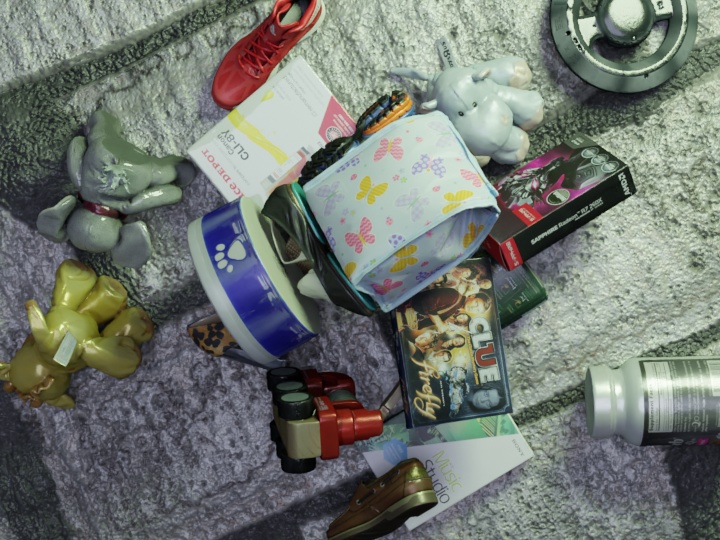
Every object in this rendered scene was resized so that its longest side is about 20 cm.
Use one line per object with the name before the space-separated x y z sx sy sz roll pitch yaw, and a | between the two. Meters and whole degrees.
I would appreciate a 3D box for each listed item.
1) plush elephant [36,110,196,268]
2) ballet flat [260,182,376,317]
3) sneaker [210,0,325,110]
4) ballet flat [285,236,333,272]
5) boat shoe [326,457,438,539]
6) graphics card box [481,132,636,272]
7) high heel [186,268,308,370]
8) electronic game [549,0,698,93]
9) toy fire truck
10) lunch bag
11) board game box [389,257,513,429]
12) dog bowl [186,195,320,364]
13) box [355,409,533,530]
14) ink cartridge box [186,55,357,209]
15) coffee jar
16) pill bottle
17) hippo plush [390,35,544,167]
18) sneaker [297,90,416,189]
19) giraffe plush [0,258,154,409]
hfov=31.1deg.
plush elephant | -0.331 -0.091 1.703 0.164 0.200 0.155 28 111 -6
ballet flat | -0.057 -0.014 1.601 0.068 0.068 0.200 -35 77 12
sneaker | -0.130 -0.299 1.700 0.078 0.116 0.200 39 92 2
ballet flat | 0.000 0.000 1.663 0.199 0.065 0.071 16 115 -22
boat shoe | 0.024 0.309 1.713 0.200 0.072 0.068 -34 63 36
graphics card box | 0.239 -0.091 1.670 0.200 0.126 0.051 -30 123 -6
high heel | -0.144 0.031 1.731 0.142 0.071 0.201 18 102 -4
electronic game | 0.348 -0.334 1.712 0.199 0.042 0.201 0 88 -4
toy fire truck | -0.015 0.169 1.682 0.199 0.176 0.129 -5 102 -10
lunch bag | 0.059 -0.076 1.567 0.200 0.127 0.170 -37 57 11
board game box | 0.111 0.090 1.629 0.135 0.035 0.201 -7 84 -13
dog bowl | -0.130 0.011 1.607 0.079 0.200 0.201 -28 90 9
box | 0.113 0.238 1.746 0.200 0.036 0.145 -32 90 2
ink cartridge box | -0.109 -0.164 1.719 0.200 0.083 0.145 -39 91 3
coffee jar | 0.142 0.053 1.714 0.200 0.085 0.104 -37 97 3
pill bottle | 0.399 0.170 1.691 0.199 0.116 0.117 -2 92 3
hippo plush | 0.155 -0.225 1.666 0.159 0.161 0.200 -32 90 4
sneaker | 0.001 -0.137 1.649 0.200 0.075 0.078 -39 116 5
giraffe plush | -0.397 0.109 1.719 0.173 0.200 0.162 46 122 -3
